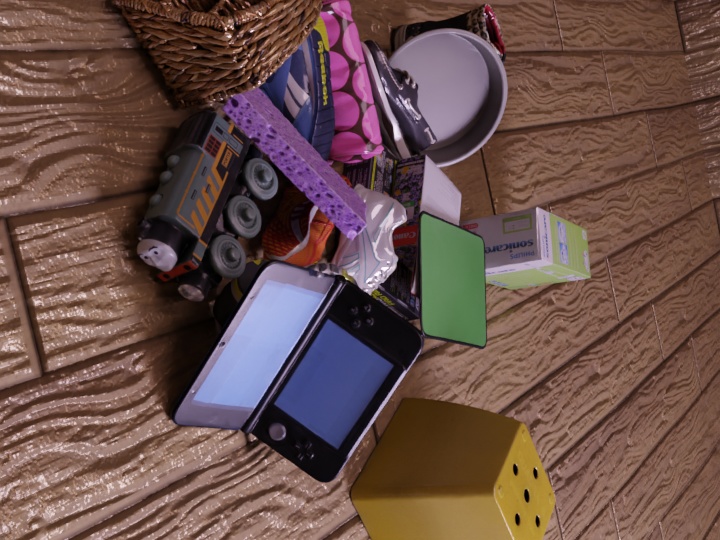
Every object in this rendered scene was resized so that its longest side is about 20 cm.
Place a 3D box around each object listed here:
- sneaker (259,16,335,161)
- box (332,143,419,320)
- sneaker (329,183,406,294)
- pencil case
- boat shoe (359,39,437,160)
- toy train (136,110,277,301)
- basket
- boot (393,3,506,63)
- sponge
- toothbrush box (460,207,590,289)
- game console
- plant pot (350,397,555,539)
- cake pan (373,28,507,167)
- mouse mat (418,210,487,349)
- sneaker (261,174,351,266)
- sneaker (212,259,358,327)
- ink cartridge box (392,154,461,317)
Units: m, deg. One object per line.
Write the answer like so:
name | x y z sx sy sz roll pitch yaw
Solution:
sneaker | -0.079 -0.205 1.262 0.074 0.082 0.202 -27 115 -72
box | 0.032 -0.053 1.417 0.160 0.044 0.201 36 52 -47
sneaker | 0.000 0.000 1.273 0.070 0.080 0.202 99 8 -85
pencil case | -0.036 -0.230 1.321 0.093 0.091 0.201 -19 100 -18
boat shoe | 0.049 -0.227 1.389 0.200 0.060 0.074 63 0 -43
toy train | -0.161 -0.067 1.089 0.114 0.085 0.201 41 50 -29
basket | -0.139 -0.292 1.120 0.149 0.142 0.200 60 37 -30
boot | 0.135 -0.273 1.536 0.073 0.153 0.205 -10 89 -59
sponge | -0.068 -0.123 1.175 0.200 0.030 0.112 46 12 -9
toothbrush box | 0.256 -0.030 1.668 0.200 0.145 0.087 11 72 -55
game console | -0.060 0.109 1.071 0.170 0.201 0.118 34 14 6
plant pot | 0.134 0.291 1.357 0.200 0.176 0.201 -52 124 -49
cake pan | 0.105 -0.241 1.474 0.201 0.200 0.037 56 3 -32
mouse mat | 0.123 0.016 1.403 0.200 0.007 0.162 16 71 -57
sneaker | -0.066 -0.051 1.257 0.200 0.073 0.078 -56 152 -46
sneaker | -0.076 0.035 1.167 0.199 0.084 0.075 15 56 -43
ink cartridge box | 0.083 -0.039 1.405 0.109 0.050 0.201 40 50 -48
